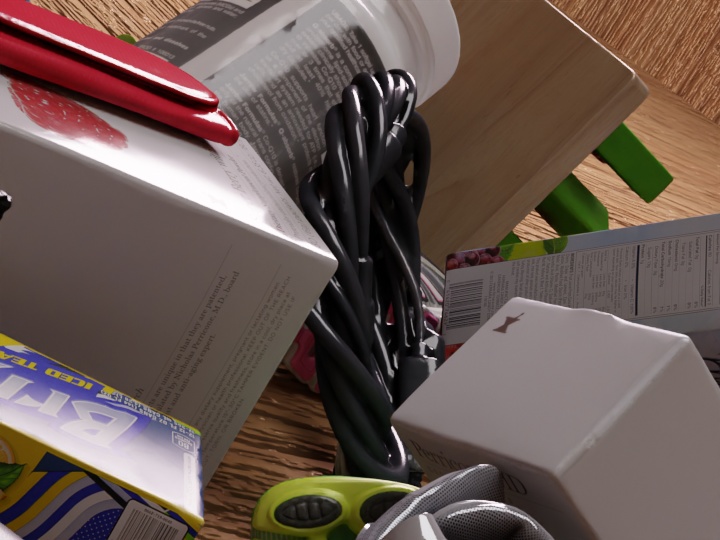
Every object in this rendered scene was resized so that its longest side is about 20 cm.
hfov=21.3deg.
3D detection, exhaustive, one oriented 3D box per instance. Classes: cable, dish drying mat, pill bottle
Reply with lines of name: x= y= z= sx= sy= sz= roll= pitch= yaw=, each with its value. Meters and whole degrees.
cable: x=0.000 y=0.000 z=0.817 sx=0.051 sy=0.201 sz=0.163 roll=-3 pitch=-22 yaw=14
dish drying mat: x=-0.135 y=-0.094 z=0.706 sx=0.200 sy=0.018 sz=0.077 roll=18 pitch=15 yaw=-42
pill bottle: x=-0.051 y=-0.080 z=0.930 sx=0.116 sy=0.117 sz=0.200 roll=38 pitch=57 yaw=23

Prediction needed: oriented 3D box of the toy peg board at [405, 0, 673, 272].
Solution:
toy peg board: x=0.080 y=-0.062 z=1.201 sx=0.098 sy=0.200 sz=0.199 roll=43 pitch=5 yaw=-35

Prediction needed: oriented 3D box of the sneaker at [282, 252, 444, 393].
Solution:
sneaker: x=-0.002 y=0.018 z=0.983 sx=0.087 sy=0.074 sz=0.200 roll=43 pitch=14 yaw=36

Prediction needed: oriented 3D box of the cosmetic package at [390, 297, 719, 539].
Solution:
cosmetic package: x=0.107 y=0.111 z=0.679 sx=0.200 sy=0.071 sz=0.101 roll=56 pitch=-21 yaw=-23

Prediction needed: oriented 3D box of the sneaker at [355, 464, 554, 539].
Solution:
sneaker: x=0.049 y=0.133 z=0.620 sx=0.200 sy=0.115 sz=0.075 roll=17 pitch=21 yaw=-44

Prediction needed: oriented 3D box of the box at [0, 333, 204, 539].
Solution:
box: x=-0.150 y=0.047 z=0.602 sx=0.200 sy=0.064 sz=0.070 roll=28 pitch=15 yaw=-15

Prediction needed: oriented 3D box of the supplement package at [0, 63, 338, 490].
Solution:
supplement package: x=-0.134 y=-0.013 z=0.717 sx=0.200 sy=0.120 sz=0.121 roll=22 pitch=17 yaw=-32

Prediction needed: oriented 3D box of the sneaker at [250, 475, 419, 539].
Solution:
sneaker: x=0.033 y=0.122 z=0.751 sx=0.200 sy=0.074 sz=0.083 roll=17 pitch=-5 yaw=-35

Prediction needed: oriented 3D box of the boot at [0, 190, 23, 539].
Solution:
boot: x=-0.132 y=0.035 z=0.519 sx=0.198 sy=0.073 sz=0.163 roll=22 pitch=52 yaw=-17

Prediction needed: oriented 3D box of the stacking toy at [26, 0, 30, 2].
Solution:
stacking toy: x=-0.188 y=-0.067 z=0.863 sx=0.116 sy=0.110 sz=0.200 roll=14 pitch=34 yaw=-41

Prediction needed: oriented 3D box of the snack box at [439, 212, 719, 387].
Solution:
snack box: x=0.164 y=0.039 z=0.955 sx=0.169 sy=0.199 sz=0.068 roll=39 pitch=48 yaw=-51

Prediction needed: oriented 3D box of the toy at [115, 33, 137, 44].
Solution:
toy: x=-0.077 y=-0.115 z=1.154 sx=0.200 sy=0.115 sz=0.047 roll=5 pitch=62 yaw=-52
